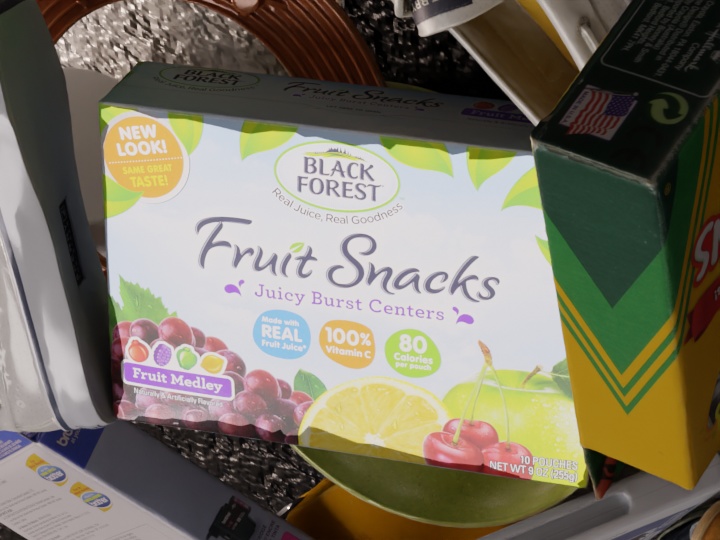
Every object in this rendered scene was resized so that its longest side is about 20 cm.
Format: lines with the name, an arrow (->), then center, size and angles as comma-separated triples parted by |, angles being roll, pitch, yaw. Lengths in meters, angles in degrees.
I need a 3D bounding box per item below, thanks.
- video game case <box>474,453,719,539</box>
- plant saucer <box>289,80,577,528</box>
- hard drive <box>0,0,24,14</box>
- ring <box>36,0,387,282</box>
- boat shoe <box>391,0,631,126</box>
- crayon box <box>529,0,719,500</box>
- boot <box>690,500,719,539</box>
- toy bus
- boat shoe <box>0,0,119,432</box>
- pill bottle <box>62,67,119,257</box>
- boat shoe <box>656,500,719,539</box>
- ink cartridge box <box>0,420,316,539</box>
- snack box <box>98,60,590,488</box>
video game case -> 0.048, 0.142, 1.262 | 0.023, 0.182, 0.200 | 66, 159, 12
plant saucer -> 0.028, 0.011, 1.197 | 0.199, 0.031, 0.201 | 14, 120, 27
hard drive -> -0.152, -0.163, 1.061 | 0.200, 0.038, 0.140 | -24, 91, 34
ring -> -0.079, -0.049, 1.182 | 0.200, 0.019, 0.201 | 8, 116, 17
boat shoe -> 0.039, -0.115, 1.026 | 0.200, 0.070, 0.071 | 49, 149, -19
crayon box -> 0.122, -0.014, 1.022 | 0.051, 0.127, 0.200 | 21, 148, 26
boot -> 0.227, 0.159, 1.092 | 0.201, 0.071, 0.144 | 39, 172, -18
toy bus -> 0.024, 0.106, 1.338 | 0.065, 0.078, 0.200 | 49, 150, -2
boat shoe -> -0.158, -0.028, 1.163 | 0.086, 0.075, 0.203 | -8, 109, 13
pill bottle -> -0.140, -0.005, 1.332 | 0.111, 0.111, 0.200 | 32, 150, 9
boat shoe -> 0.175, 0.120, 1.218 | 0.075, 0.062, 0.200 | 42, 149, -4
ink cartridge box -> -0.110, 0.112, 1.339 | 0.200, 0.042, 0.119 | 32, 153, -17
snack box -> 0.000, 0.000, 1.133 | 0.199, 0.053, 0.143 | 7, 115, 15
